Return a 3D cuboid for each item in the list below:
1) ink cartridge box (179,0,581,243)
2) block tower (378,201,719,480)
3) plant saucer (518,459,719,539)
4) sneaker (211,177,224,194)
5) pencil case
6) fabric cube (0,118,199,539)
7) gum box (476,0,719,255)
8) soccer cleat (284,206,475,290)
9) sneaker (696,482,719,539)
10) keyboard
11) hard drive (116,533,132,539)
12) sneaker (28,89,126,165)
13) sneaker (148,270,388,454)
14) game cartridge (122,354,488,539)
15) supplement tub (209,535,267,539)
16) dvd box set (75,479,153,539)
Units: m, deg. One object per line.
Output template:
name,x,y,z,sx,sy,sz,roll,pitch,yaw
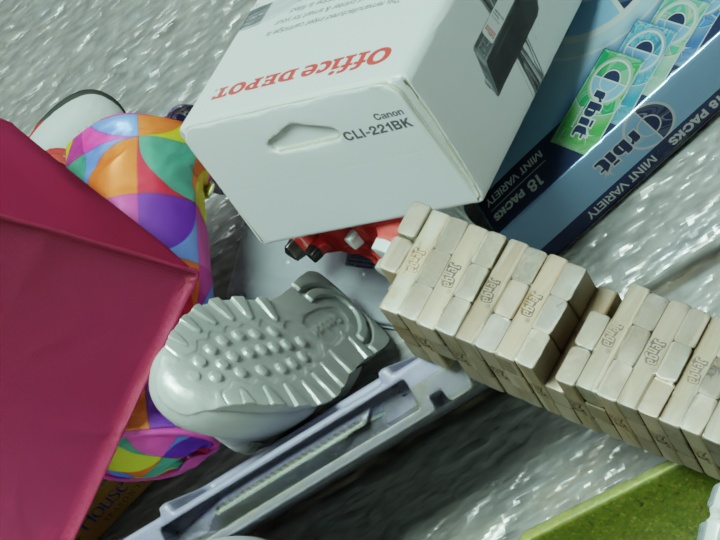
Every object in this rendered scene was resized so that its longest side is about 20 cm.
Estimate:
ink cartridge box,0.019,-0.117,1.284,0.144,0.084,0.200,-10,38,38
block tower,0.102,0.035,1.116,0.199,0.058,0.054,22,74,29
plant saucer,0.168,0.165,1.087,0.199,0.048,0.201,-30,47,25
sneaker,-0.015,-0.127,1.443,0.112,0.071,0.201,16,82,52
pencil case,-0.113,0.011,1.380,0.088,0.088,0.201,-18,62,34
fabric cube,-0.240,0.025,1.301,0.199,0.196,0.201,36,103,43
gum box,0.107,-0.123,1.346,0.170,0.044,0.200,-42,43,14
soccer cleat,0.024,-0.032,1.305,0.085,0.069,0.200,-49,35,-15
sneaker,0.180,0.156,1.001,0.115,0.075,0.201,16,84,42
keyboard,0.000,0.000,1.383,0.199,0.011,0.057,8,76,45
hard drive,-0.147,0.187,1.283,0.131,0.026,0.199,5,22,45
sneaker,-0.186,-0.018,1.491,0.202,0.067,0.108,-55,17,-11
sneaker,-0.053,0.060,1.280,0.076,0.200,0.081,47,111,13
game cartridge,-0.016,0.086,1.258,0.199,0.130,0.039,-32,89,17
supplement tub,-0.024,0.221,1.154,0.146,0.145,0.200,-52,40,1
dvd box set,-0.168,0.090,1.466,0.200,0.029,0.146,-47,42,7
